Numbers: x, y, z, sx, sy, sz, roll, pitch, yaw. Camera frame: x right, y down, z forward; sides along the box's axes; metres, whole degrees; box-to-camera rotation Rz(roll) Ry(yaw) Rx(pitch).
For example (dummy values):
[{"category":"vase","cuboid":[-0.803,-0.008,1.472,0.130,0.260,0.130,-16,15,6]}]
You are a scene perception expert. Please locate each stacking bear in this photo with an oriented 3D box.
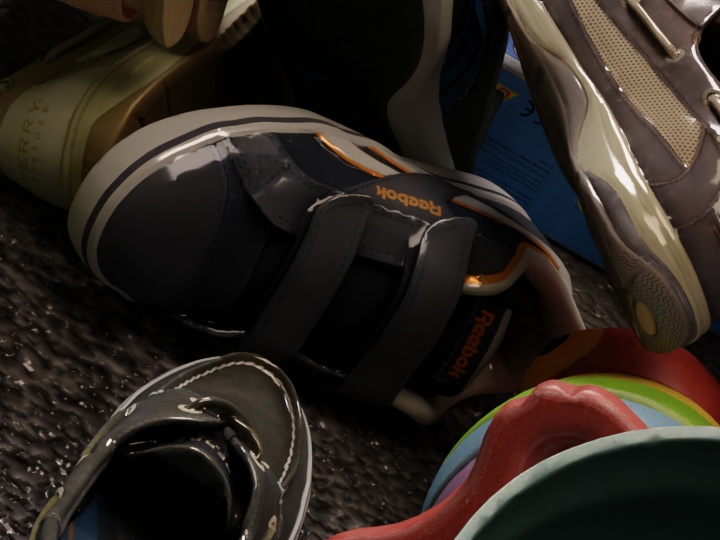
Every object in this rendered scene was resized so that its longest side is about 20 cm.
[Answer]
[{"category":"stacking bear","cuboid":[0.073,0.076,0.890,0.114,0.121,0.200,51,20,-3]}]

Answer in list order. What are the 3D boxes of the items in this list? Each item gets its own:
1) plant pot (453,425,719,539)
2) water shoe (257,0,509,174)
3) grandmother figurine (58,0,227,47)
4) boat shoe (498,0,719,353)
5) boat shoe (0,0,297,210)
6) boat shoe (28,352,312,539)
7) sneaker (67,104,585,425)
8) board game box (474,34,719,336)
[{"category":"plant pot","cuboid":[0.084,0.159,0.718,0.199,0.134,0.201,12,48,-14]},{"category":"water shoe","cuboid":[0.012,-0.094,0.997,0.071,0.200,0.079,25,63,16]},{"category":"grandmother figurine","cuboid":[-0.141,-0.121,0.955,0.199,0.061,0.121,16,2,13]},{"category":"boat shoe","cuboid":[0.095,-0.057,0.937,0.075,0.073,0.201,67,3,-48]},{"category":"boat shoe","cuboid":[-0.062,-0.072,1.012,0.063,0.074,0.201,16,31,21]},{"category":"boat shoe","cuboid":[-0.052,0.069,0.819,0.068,0.057,0.200,34,29,1]},{"category":"sneaker","cuboid":[0.000,0.000,0.953,0.199,0.079,0.079,7,33,-42]},{"category":"board game box","cuboid":[0.095,-0.082,1.195,0.199,0.056,0.196,30,29,-8]}]
